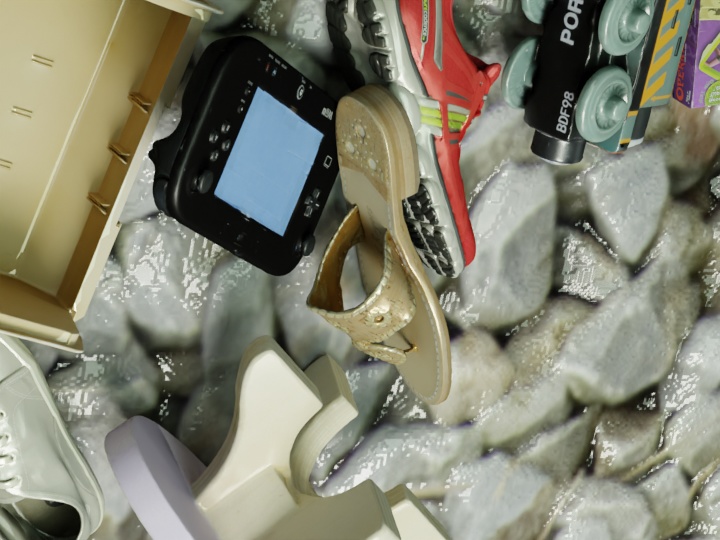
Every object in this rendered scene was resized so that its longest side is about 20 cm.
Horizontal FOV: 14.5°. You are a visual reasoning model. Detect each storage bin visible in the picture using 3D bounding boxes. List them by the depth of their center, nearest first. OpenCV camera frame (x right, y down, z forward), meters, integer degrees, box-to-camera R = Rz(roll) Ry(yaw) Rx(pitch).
[{"bbox_3d":[-0.197,-0.080,1.486,0.198,0.094,0.200,17,101,-31],"label":"storage bin"}]

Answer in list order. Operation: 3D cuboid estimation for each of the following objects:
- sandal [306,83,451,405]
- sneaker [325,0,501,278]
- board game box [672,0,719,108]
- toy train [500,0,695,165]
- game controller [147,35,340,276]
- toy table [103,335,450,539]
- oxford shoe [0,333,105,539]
[{"bbox_3d":[-0.003,-0.002,1.614,0.070,0.078,0.212,-27,127,-26],"label":"sandal"},{"bbox_3d":[0.047,-0.088,1.621,0.085,0.077,0.200,-26,121,-24],"label":"sneaker"},{"bbox_3d":[0.286,-0.169,1.736,0.200,0.032,0.120,-8,110,-24],"label":"board game box"},{"bbox_3d":[0.151,-0.158,1.635,0.114,0.085,0.200,-10,118,-48],"label":"toy train"},{"bbox_3d":[-0.056,-0.061,1.539,0.104,0.042,0.200,-60,159,-1],"label":"game controller"},{"bbox_3d":[-0.042,0.133,1.616,0.117,0.184,0.200,-35,132,9],"label":"toy table"},{"bbox_3d":[-0.204,0.089,1.560,0.075,0.058,0.200,-15,125,23],"label":"oxford shoe"}]
